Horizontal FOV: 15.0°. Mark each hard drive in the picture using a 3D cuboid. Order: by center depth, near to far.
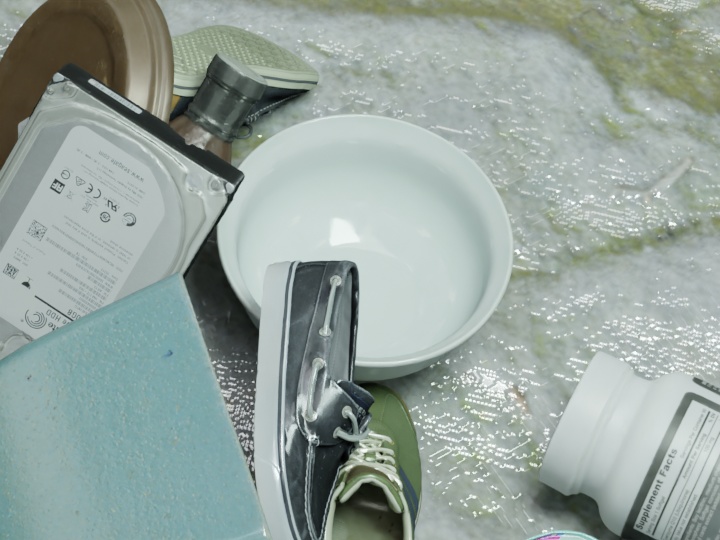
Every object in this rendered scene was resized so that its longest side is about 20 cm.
[{"bbox_3d":[-0.182,-0.014,1.771,0.139,0.201,0.038,33,20,0],"label":"hard drive"}]

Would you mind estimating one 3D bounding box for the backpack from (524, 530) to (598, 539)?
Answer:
[{"bbox_3d":[0.129,0.261,1.663,0.175,0.154,0.200,-35,61,-19],"label":"backpack"}]

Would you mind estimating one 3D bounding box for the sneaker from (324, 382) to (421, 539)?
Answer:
[{"bbox_3d":[0.009,0.146,1.754,0.067,0.090,0.201,6,57,-2],"label":"sneaker"}]

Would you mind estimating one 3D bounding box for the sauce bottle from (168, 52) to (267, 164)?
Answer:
[{"bbox_3d":[-0.127,-0.049,1.818,0.065,0.065,0.201,36,100,16],"label":"sauce bottle"}]

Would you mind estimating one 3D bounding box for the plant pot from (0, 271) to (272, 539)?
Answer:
[{"bbox_3d":[-0.165,0.155,1.679,0.199,0.196,0.197,-18,60,-5],"label":"plant pot"}]

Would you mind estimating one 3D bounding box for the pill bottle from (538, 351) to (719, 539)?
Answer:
[{"bbox_3d":[0.225,0.136,1.772,0.199,0.116,0.116,25,58,10],"label":"pill bottle"}]

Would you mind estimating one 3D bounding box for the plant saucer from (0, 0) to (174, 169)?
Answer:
[{"bbox_3d":[-0.197,-0.105,1.841,0.029,0.200,0.201,16,48,-40],"label":"plant saucer"}]

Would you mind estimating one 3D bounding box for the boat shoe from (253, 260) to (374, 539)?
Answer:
[{"bbox_3d":[-0.025,0.089,1.709,0.067,0.072,0.201,-5,66,15],"label":"boat shoe"}]

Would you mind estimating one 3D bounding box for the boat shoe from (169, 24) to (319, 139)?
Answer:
[{"bbox_3d":[-0.100,-0.128,1.906,0.074,0.063,0.200,34,24,22],"label":"boat shoe"}]

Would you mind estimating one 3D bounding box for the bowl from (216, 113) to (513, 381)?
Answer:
[{"bbox_3d":[0.000,0.000,1.848,0.200,0.091,0.202,3,57,-4],"label":"bowl"}]
